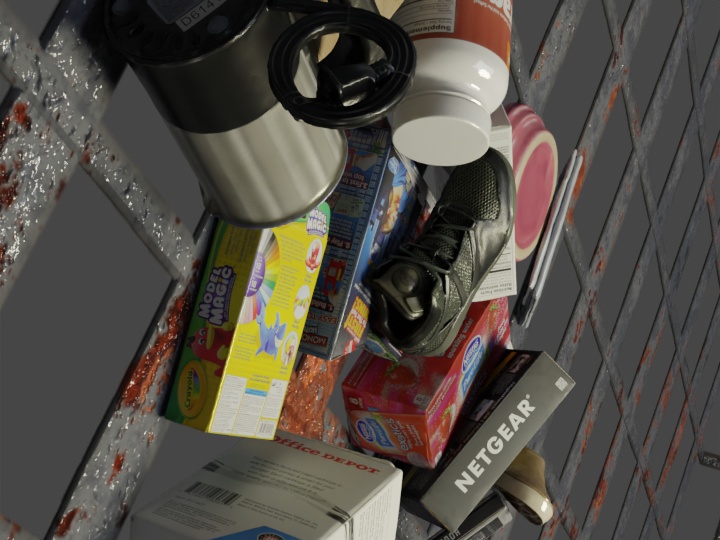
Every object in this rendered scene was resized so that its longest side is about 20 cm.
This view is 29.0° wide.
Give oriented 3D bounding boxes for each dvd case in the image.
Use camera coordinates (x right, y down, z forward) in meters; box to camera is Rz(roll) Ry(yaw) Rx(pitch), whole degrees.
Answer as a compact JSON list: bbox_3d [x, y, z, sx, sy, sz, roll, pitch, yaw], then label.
[{"bbox_3d":[0.073,0.305,1.470,0.199,0.025,0.150,-35,164,-1],"label":"dvd case"}]

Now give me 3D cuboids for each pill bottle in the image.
[{"bbox_3d":[0.075,-0.200,1.207,0.112,0.111,0.203,52,39,-60],"label":"pill bottle"}]

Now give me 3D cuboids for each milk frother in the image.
[{"bbox_3d":[-0.048,-0.108,0.924,0.189,0.178,0.202,63,5,-55],"label":"milk frother"}]

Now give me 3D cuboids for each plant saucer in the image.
[{"bbox_3d":[0.180,-0.091,1.622,0.200,0.050,0.203,-40,137,-51],"label":"plant saucer"}]

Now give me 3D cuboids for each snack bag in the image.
[{"bbox_3d":[0.236,-0.036,1.757,0.200,0.021,0.191,79,29,-76],"label":"snack bag"}]

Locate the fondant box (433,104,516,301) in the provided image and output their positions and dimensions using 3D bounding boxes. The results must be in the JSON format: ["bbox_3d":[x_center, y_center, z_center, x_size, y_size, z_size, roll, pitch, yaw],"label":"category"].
[{"bbox_3d":[0.109,-0.093,1.376,0.145,0.057,0.202,-104,-174,-51],"label":"fondant box"}]

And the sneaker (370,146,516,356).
[{"bbox_3d":[0.074,-0.017,1.238,0.201,0.076,0.114,-64,159,8],"label":"sneaker"}]

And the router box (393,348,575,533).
[{"bbox_3d":[0.118,0.172,1.458,0.200,0.052,0.157,-48,-170,-11],"label":"router box"}]

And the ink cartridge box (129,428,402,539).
[{"bbox_3d":[-0.073,0.214,1.132,0.199,0.144,0.086,-27,127,-58],"label":"ink cartridge box"}]

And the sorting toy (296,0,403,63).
[{"bbox_3d":[-0.024,-0.277,1.063,0.200,0.069,0.202,-56,149,-37],"label":"sorting toy"}]

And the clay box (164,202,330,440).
[{"bbox_3d":[-0.086,0.031,1.121,0.115,0.047,0.203,23,81,-65],"label":"clay box"}]

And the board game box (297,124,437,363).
[{"bbox_3d":[0.000,0.000,1.273,0.202,0.061,0.200,-67,154,-15],"label":"board game box"}]

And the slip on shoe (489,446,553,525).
[{"bbox_3d":[0.168,0.215,1.474,0.061,0.076,0.200,-47,-176,-5],"label":"slip on shoe"}]

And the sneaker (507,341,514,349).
[{"bbox_3d":[0.137,0.131,1.614,0.115,0.080,0.202,9,93,-63],"label":"sneaker"}]

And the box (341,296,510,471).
[{"bbox_3d":[0.071,0.093,1.427,0.201,0.099,0.096,-54,147,-38],"label":"box"}]
